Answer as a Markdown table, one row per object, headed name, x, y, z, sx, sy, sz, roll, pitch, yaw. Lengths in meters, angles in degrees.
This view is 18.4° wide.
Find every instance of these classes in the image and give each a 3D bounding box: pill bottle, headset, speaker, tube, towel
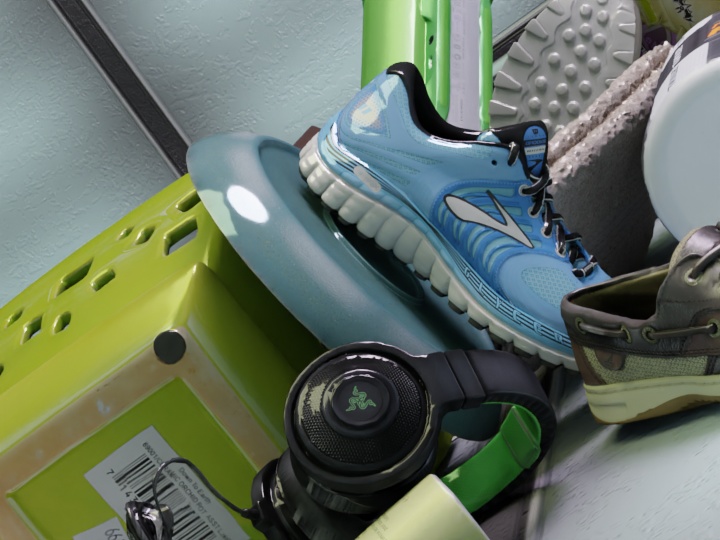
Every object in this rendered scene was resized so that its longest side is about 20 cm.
| name | x | y | z | sx | sy | sz | roll | pitch | yaw |
| --- | --- | --- | --- | --- | --- | --- | --- | --- | --- |
| pill bottle | 0.197 | -0.075 | 1.111 | 0.106 | 0.106 | 0.200 | -34 | 7 | 17 |
| headset | -0.003 | 0.097 | 0.941 | 0.199 | 0.094 | 0.124 | -8 | -35 | -26 |
| speaker | 0.040 | -0.109 | 1.338 | 0.088 | 0.088 | 0.201 | -30 | 46 | 42 |
| tube | -0.031 | 0.163 | 0.894 | 0.200 | 0.058 | 0.052 | -40 | 41 | -3 |
| towel | 0.120 | -0.028 | 1.177 | 0.200 | 0.034 | 0.133 | -42 | -32 | -48 |

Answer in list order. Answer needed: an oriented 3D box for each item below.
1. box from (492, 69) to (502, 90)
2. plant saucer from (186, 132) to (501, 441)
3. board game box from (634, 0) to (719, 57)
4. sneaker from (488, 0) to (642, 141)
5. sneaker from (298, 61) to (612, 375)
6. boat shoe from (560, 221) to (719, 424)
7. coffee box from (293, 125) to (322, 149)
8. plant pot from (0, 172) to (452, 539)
| name | x | y | z | sx | sy | sz | roll | pitch | yaw |
| --- | --- | --- | --- | --- | --- | --- | --- | --- | --- |
| box | 0.122 | -0.074 | 1.418 | 0.200 | 0.122 | 0.106 | -35 | 7 | 21 |
| plant saucer | 0.000 | 0.000 | 1.061 | 0.027 | 0.200 | 0.200 | -46 | 4 | 12 |
| board game box | 0.183 | -0.143 | 1.248 | 0.032 | 0.200 | 0.120 | -42 | 8 | -33 |
| sneaker | 0.117 | -0.069 | 1.275 | 0.080 | 0.076 | 0.201 | -9 | -60 | -61 |
| sneaker | 0.069 | -0.024 | 1.038 | 0.090 | 0.200 | 0.078 | -55 | -7 | 12 |
| boat shoe | 0.150 | 0.014 | 0.915 | 0.073 | 0.065 | 0.200 | -40 | 8 | -39 |
| coffee box | -0.048 | 0.018 | 1.485 | 0.201 | 0.080 | 0.113 | -65 | -4 | 20 |
| plant pot | -0.085 | 0.085 | 1.105 | 0.199 | 0.200 | 0.182 | -34 | 13 | 14 |
